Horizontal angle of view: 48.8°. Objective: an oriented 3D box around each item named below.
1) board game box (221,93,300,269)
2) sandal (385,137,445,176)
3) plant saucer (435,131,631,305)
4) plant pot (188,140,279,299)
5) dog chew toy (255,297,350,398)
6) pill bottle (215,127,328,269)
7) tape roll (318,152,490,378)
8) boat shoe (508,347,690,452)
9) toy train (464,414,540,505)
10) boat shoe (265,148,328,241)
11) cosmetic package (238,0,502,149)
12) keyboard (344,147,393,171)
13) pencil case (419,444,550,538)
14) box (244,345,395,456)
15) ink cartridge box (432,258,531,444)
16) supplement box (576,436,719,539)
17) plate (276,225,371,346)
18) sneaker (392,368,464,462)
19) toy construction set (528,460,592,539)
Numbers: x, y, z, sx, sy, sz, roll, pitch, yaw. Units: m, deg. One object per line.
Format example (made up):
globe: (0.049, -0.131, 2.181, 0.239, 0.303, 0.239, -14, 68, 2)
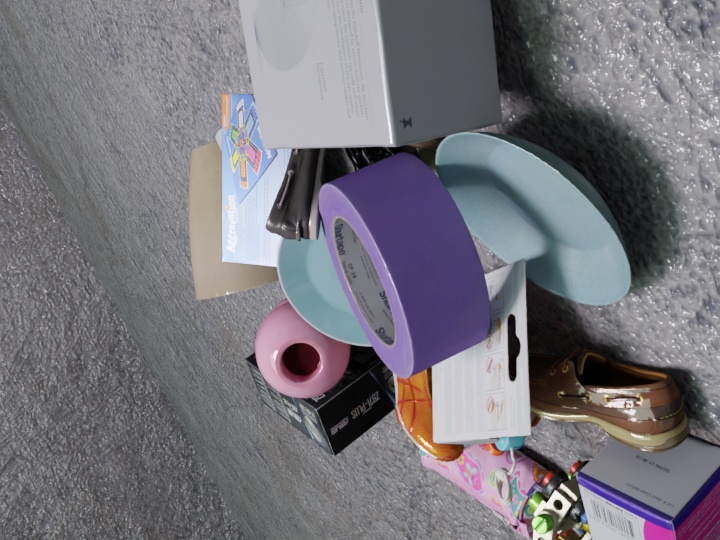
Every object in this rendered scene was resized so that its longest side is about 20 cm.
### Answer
board game box: (-0.117, -0.106, 0.945, 0.101, 0.019, 0.203, 6, 102, 15)
sandal: (0.056, -0.128, 0.774, 0.080, 0.057, 0.203, -7, 113, 62)
plant saucer: (0.152, -0.053, 0.676, 0.200, 0.039, 0.201, 39, 164, 13)
plant pot: (-0.169, -0.082, 1.123, 0.187, 0.185, 0.203, -6, 100, 62)
dog chew toy: (-0.075, 0.088, 1.066, 0.126, 0.123, 0.200, 63, -174, -13)
pill bottle: (-0.097, -0.102, 1.010, 0.202, 0.112, 0.113, 62, 154, -1)
tape roll: (0.038, -0.005, 0.766, 0.201, 0.084, 0.201, 59, 163, 29)
boat shoe: (0.213, 0.104, 0.751, 0.199, 0.072, 0.068, 13, 125, 49)
toy train: (0.150, 0.168, 0.902, 0.200, 0.055, 0.153, -136, 44, -68)
boat shoe: (-0.064, -0.124, 0.863, 0.067, 0.056, 0.202, 97, 178, -60)
cosmetic package: (0.000, -0.210, 0.654, 0.199, 0.122, 0.202, 12, 115, 55)
keyboard: (0.024, -0.108, 0.878, 0.202, 0.039, 0.104, 60, 154, -3)
pencil case: (0.159, 0.252, 0.992, 0.199, 0.087, 0.088, 26, 141, 49)
box: (-0.043, 0.151, 1.147, 0.199, 0.163, 0.087, 22, 137, 50)
ink cartridge box: (0.131, 0.089, 0.796, 0.200, 0.047, 0.163, 148, 126, -65)
supplement box: (0.288, 0.256, 0.744, 0.101, 0.103, 0.202, 18, 134, 51)
plate: (0.000, 0.000, 0.920, 0.197, 0.026, 0.203, 7, 122, 11)
sneaker: (0.076, 0.128, 0.934, 0.078, 0.072, 0.202, 117, 145, -44)
toy construction set: (0.212, 0.270, 0.823, 0.092, 0.199, 0.132, 33, 111, 19)
